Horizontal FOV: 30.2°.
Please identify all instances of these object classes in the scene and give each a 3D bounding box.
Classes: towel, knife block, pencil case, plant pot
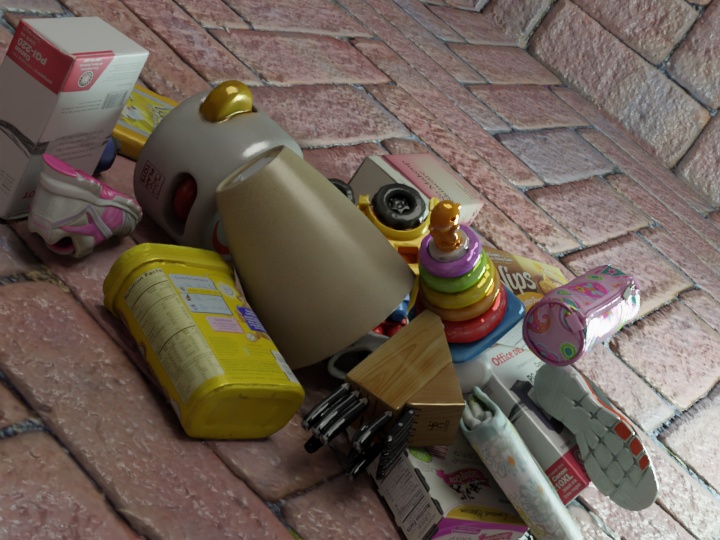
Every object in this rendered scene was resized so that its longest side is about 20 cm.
[{"bbox_3d":[0.168,0.212,1.418,0.172,0.048,0.200,54,3,-4],"label":"towel"},{"bbox_3d":[0.014,0.127,1.393,0.173,0.064,0.201,3,40,-13],"label":"knife block"},{"bbox_3d":[0.268,0.050,1.591,0.087,0.088,0.199,42,31,17],"label":"pencil case"},{"bbox_3d":[-0.067,-0.029,1.459,0.201,0.186,0.188,58,18,-15],"label":"plant pot"}]

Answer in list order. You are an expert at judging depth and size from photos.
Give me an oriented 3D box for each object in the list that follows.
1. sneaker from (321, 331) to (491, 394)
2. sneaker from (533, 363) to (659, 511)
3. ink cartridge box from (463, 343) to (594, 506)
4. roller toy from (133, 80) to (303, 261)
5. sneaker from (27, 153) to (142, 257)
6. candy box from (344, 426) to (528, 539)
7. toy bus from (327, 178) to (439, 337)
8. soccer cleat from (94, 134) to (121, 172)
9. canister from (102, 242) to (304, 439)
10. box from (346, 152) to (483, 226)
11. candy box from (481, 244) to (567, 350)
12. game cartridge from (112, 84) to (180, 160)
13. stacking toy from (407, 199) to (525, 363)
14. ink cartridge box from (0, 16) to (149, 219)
[{"bbox_3d":[0.053,0.113,1.523,0.197,0.077,0.081,5,9,-1],"label":"sneaker"},{"bbox_3d":[0.286,0.185,1.549,0.201,0.077,0.082,57,24,20],"label":"sneaker"},{"bbox_3d":[0.206,0.185,1.610,0.200,0.084,0.144,50,28,13],"label":"ink cartridge box"},{"bbox_3d":[-0.172,-0.116,1.577,0.140,0.183,0.200,42,-7,20],"label":"roller toy"},{"bbox_3d":[-0.304,-0.059,1.431,0.081,0.089,0.200,28,-1,17],"label":"sneaker"},{"bbox_3d":[0.076,0.216,1.439,0.135,0.061,0.201,14,31,-41],"label":"candy box"},{"bbox_3d":[0.000,0.000,1.668,0.197,0.136,0.194,6,54,-7],"label":"toy bus"},{"bbox_3d":[-0.367,-0.194,1.615,0.083,0.065,0.200,-2,43,-51],"label":"soccer cleat"},{"bbox_3d":[-0.160,0.073,1.361,0.148,0.087,0.201,8,36,-46],"label":"canister"},{"bbox_3d":[0.071,-0.092,1.958,0.128,0.109,0.199,43,24,18],"label":"box"},{"bbox_3d":[0.195,0.038,1.650,0.199,0.055,0.116,14,40,-44],"label":"candy box"},{"bbox_3d":[-0.275,-0.191,1.776,0.198,0.033,0.177,21,27,-28],"label":"game cartridge"},{"bbox_3d":[0.102,-0.006,1.467,0.110,0.116,0.201,43,-19,38],"label":"stacking toy"},{"bbox_3d":[-0.332,-0.166,1.436,0.084,0.201,0.145,34,22,14],"label":"ink cartridge box"}]
